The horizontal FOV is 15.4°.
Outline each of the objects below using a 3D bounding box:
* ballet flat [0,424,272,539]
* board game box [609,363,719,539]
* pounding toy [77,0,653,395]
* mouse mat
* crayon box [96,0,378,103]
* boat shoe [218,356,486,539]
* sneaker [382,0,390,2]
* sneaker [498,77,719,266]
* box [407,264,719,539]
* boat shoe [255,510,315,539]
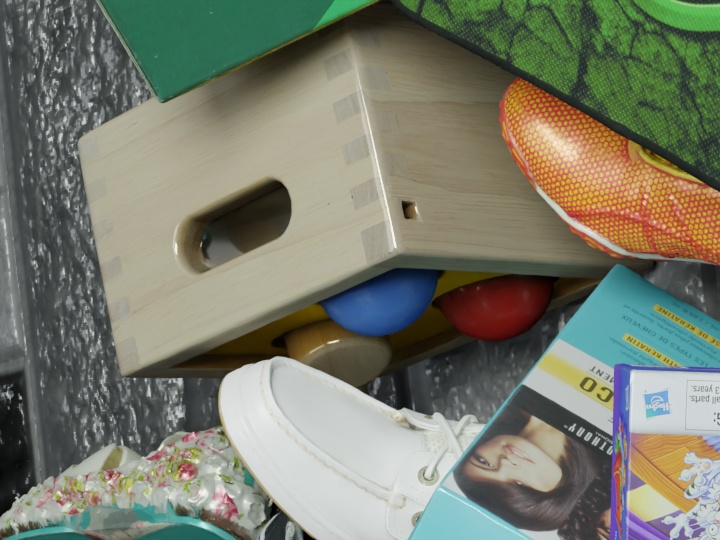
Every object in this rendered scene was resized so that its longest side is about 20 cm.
[{"bbox_3d":[-0.106,0.114,1.293,0.199,0.076,0.064,-13,51,46],"label":"ballet flat"},{"bbox_3d":[0.173,0.099,0.782,0.045,0.199,0.135,-154,66,-89],"label":"board game box"},{"bbox_3d":[0.000,0.000,1.074,0.199,0.184,0.143,-24,72,40],"label":"pounding toy"},{"bbox_3d":[0.075,-0.123,0.816,0.200,0.008,0.162,32,127,42],"label":"mouse mat"},{"bbox_3d":[-0.002,-0.157,1.002,0.172,0.200,0.058,-25,112,15],"label":"crayon box"},{"bbox_3d":[0.037,0.085,1.029,0.069,0.200,0.071,-42,27,31],"label":"boat shoe"},{"bbox_3d":[-0.037,-0.087,1.192,0.095,0.079,0.201,52,128,51],"label":"sneaker"},{"bbox_3d":[0.140,-0.028,0.922,0.199,0.073,0.077,26,149,18],"label":"sneaker"},{"bbox_3d":[0.085,0.070,0.929,0.082,0.200,0.049,31,120,9],"label":"box"},{"bbox_3d":[0.003,0.187,1.143,0.068,0.073,0.200,124,140,-54],"label":"boat shoe"}]
